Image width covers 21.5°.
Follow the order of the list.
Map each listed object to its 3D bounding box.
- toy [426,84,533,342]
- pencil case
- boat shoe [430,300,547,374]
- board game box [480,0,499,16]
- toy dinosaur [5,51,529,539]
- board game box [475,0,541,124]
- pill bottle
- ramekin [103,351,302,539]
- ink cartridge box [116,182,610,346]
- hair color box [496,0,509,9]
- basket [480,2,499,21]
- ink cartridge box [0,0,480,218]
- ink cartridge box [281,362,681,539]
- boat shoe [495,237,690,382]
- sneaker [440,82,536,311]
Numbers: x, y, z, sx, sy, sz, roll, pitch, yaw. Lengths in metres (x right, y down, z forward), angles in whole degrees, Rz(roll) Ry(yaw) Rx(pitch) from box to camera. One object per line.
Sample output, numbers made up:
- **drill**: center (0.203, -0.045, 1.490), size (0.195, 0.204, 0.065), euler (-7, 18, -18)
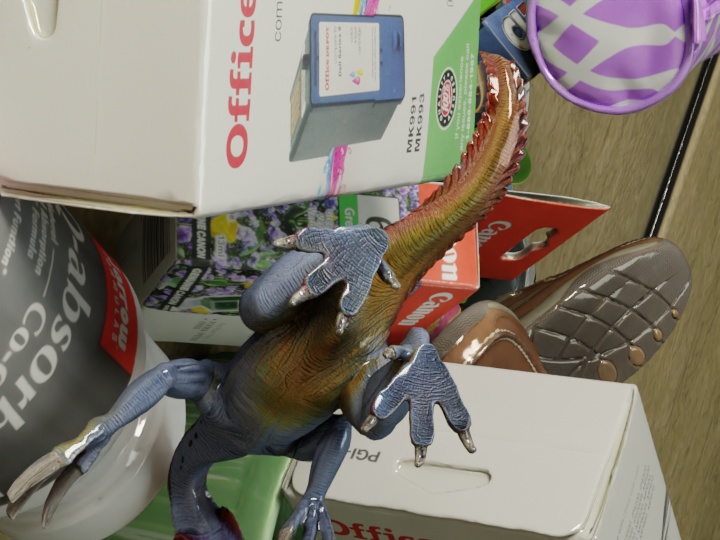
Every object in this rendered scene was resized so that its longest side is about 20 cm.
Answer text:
- **toy**: center (0.037, 0.005, 0.985), size (0.115, 0.047, 0.200), euler (-52, 174, -44)
- **pencil case**: center (0.149, -0.129, 0.862), size (0.200, 0.085, 0.085), euler (-35, 125, -53)
- **boat shoe**: center (0.081, 0.085, 0.932), size (0.076, 0.072, 0.200), euler (-46, 147, -12)
- **board game box**: center (0.006, -0.139, 0.806), size (0.200, 0.048, 0.102), euler (-39, 134, -9)
- **toy dinosaur**: center (-0.015, 0.047, 0.654), size (0.200, 0.105, 0.181), euler (-44, -178, -22)
- **board game box**: center (0.032, -0.074, 0.928), size (0.035, 0.200, 0.135), euler (51, 37, -2)
- **pill bottle**: center (-0.145, 0.018, 0.667), size (0.200, 0.115, 0.117), euler (54, 50, -54)
- **ramekin**: center (-0.042, 0.134, 0.921), size (0.200, 0.097, 0.202), euler (-25, 119, -59)
- **ink cartridge box**: center (0.000, 0.000, 0.835), size (0.109, 0.198, 0.051), euler (139, -47, -62)
- **hair color box**: center (0.084, -0.237, 1.064), size (0.102, 0.061, 0.201), euler (-109, -177, -51)
- **basket**: center (-0.044, -0.190, 0.872), size (0.142, 0.149, 0.201), euler (-32, 133, -15)
- **ink cartridge box**: center (-0.034, -0.100, 0.649), size (0.200, 0.087, 0.147), euler (-10, 106, -60)
- **ink cartridge box**: center (0.068, 0.134, 0.866), size (0.083, 0.146, 0.201), euler (-65, 149, -34)
- **boat shoe**: center (0.091, 0.038, 1.048), size (0.199, 0.072, 0.076), euler (-31, 123, -13)
- **sneaker**: center (0.055, -0.044, 1.078), size (0.121, 0.083, 0.202), euler (1, 88, -68)
